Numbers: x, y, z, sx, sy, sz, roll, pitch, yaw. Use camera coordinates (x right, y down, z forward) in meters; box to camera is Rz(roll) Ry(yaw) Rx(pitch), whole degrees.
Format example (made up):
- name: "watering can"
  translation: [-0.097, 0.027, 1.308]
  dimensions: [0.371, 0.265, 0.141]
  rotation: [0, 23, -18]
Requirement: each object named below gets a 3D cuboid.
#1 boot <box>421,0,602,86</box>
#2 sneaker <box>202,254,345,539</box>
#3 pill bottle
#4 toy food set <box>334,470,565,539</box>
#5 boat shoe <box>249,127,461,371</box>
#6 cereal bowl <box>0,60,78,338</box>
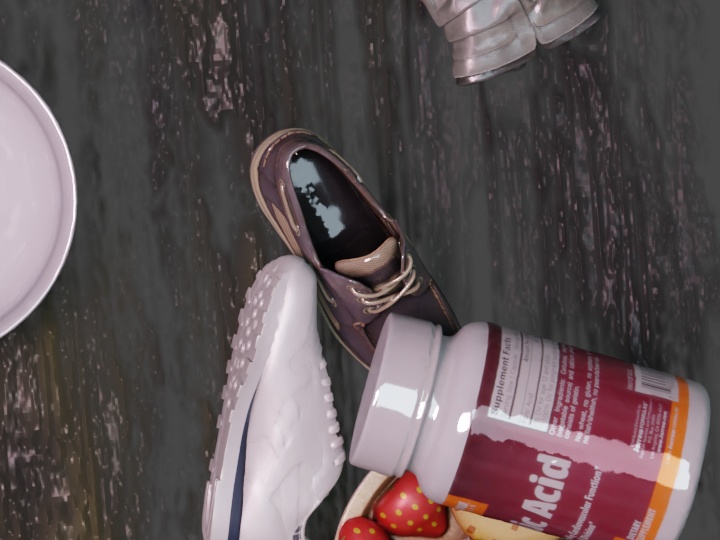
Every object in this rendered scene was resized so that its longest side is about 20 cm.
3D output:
- name: "boot"
  translation: [0.049, -0.173, 1.435]
  dimensions: [0.199, 0.068, 0.131]
  rotation: [-20, 102, -6]
- name: "sneaker"
  translation: [-0.046, 0.089, 1.429]
  dimensions: [0.080, 0.076, 0.201]
  rotation: [9, 103, -8]
- name: "pill bottle"
  translation: [0.101, 0.097, 1.382]
  dimensions: [0.199, 0.114, 0.115]
  rotation: [15, 91, -2]
- name: "toy food set"
  translation: [0.081, 0.194, 1.465]
  dimensions: [0.199, 0.049, 0.199]
  rotation: [-26, 97, -7]
- name: "boat shoe"
  translation: [0.000, 0.000, 1.429]
  dimensions: [0.074, 0.073, 0.200]
  rotation: [-40, 98, -5]
- name: "cereal bowl"
  translation: [-0.272, -0.044, 1.380]
  dimensions: [0.199, 0.083, 0.201]
  rotation: [-1, 93, -9]
